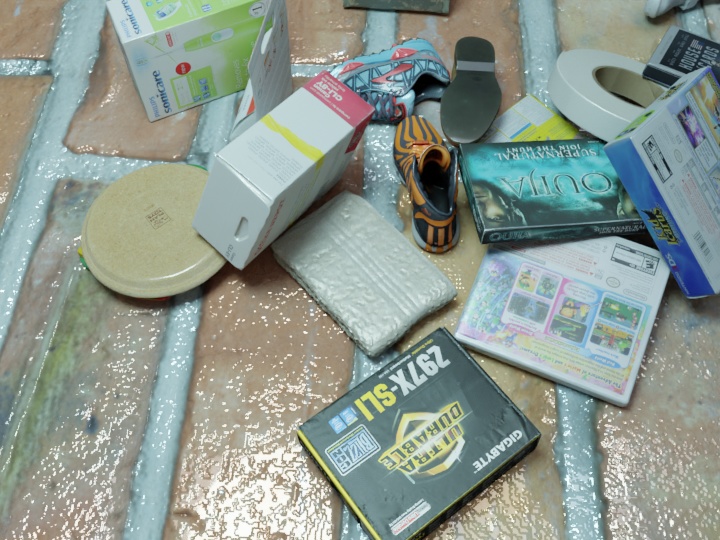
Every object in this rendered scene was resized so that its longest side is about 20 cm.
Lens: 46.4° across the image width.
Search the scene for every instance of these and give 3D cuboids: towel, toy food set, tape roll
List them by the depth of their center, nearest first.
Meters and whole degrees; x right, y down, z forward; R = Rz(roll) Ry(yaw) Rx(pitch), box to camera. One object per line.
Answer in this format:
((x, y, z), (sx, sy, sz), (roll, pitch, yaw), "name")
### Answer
((0.000, 0.000, 0.985), (0.132, 0.035, 0.200), (-36, 63, -16), "towel")
((-0.239, -0.051, 1.015), (0.198, 0.049, 0.200), (30, 64, 19), "toy food set")
((0.334, -0.215, 1.059), (0.202, 0.037, 0.203), (12, 40, -10), "tape roll")

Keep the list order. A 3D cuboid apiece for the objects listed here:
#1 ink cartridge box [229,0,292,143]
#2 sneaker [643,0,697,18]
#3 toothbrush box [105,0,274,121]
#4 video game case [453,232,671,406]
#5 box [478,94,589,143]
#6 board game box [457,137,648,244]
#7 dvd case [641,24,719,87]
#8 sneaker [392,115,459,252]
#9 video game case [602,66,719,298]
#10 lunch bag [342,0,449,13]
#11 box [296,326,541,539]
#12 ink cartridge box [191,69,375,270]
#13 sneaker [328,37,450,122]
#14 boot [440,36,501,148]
((-0.128, -0.235, 1.034), (0.050, 0.200, 0.163), (8, 59, 7), "ink cartridge box")
((0.495, -0.410, 1.195), (0.115, 0.075, 0.200), (35, 62, 24), "sneaker")
((-0.213, -0.304, 1.112), (0.199, 0.146, 0.086), (-21, 61, -12), "toothbrush box")
((0.227, 0.032, 0.943), (0.199, 0.024, 0.183), (21, 73, 11), "video game case")
((0.243, -0.124, 1.046), (0.117, 0.048, 0.200), (-36, 63, -19), "box")
((0.222, -0.095, 0.972), (0.199, 0.028, 0.136), (-5, 53, -7), "board game box")
((0.482, -0.253, 1.100), (0.199, 0.025, 0.150), (27, 43, 14), "dvd case")
((0.086, -0.132, 1.016), (0.077, 0.112, 0.201), (-10, 59, -5), "sneaker")
((0.380, -0.101, 0.949), (0.181, 0.045, 0.200), (-38, 102, -31), "video game case")
((0.060, -0.487, 1.232), (0.163, 0.118, 0.201), (5, 64, 6), "lunch bag")
((0.059, 0.174, 0.869), (0.200, 0.049, 0.160), (-33, 61, -17), "box")
((-0.089, -0.116, 0.963), (0.083, 0.145, 0.200), (40, 53, 4), "ink cartridge box")
((0.031, -0.235, 1.102), (0.200, 0.079, 0.096), (-27, 64, -14), "sneaker")
((0.139, -0.211, 1.075), (0.073, 0.076, 0.200), (10, 49, 4), "boot")
